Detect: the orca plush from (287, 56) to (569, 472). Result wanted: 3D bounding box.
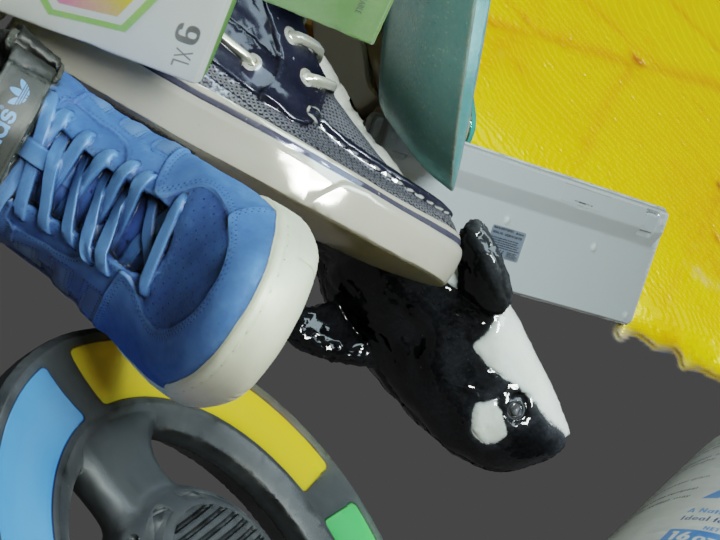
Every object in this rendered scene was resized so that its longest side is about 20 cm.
[{"bbox_3d":[0.000,0.000,1.090,0.071,0.105,0.200,-33,105,-23],"label":"orca plush"}]

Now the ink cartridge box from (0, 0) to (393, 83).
[{"bbox_3d":[-0.077,-0.130,0.941,0.200,0.104,0.059,21,41,-5],"label":"ink cartridge box"}]

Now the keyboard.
[{"bbox_3d":[0.063,-0.019,1.217,0.200,0.056,0.011,15,10,-45],"label":"keyboard"}]

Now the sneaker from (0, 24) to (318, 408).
[{"bbox_3d":[-0.093,-0.023,0.927,0.111,0.077,0.200,30,4,-26],"label":"sneaker"}]

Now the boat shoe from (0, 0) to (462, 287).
[{"bbox_3d":[-0.035,-0.078,1.028,0.200,0.075,0.093,31,82,-11],"label":"boat shoe"}]

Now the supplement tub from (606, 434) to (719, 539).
[{"bbox_3d":[0.152,0.141,1.102,0.132,0.132,0.200,55,32,1],"label":"supplement tub"}]

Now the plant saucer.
[{"bbox_3d":[0.036,-0.132,1.107,0.036,0.200,0.200,9,40,3],"label":"plant saucer"}]

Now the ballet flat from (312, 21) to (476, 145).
[{"bbox_3d":[0.003,-0.133,1.226,0.062,0.067,0.200,12,50,-38],"label":"ballet flat"}]

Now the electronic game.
[{"bbox_3d":[-0.052,0.108,0.948,0.200,0.042,0.200,34,37,-30],"label":"electronic game"}]
